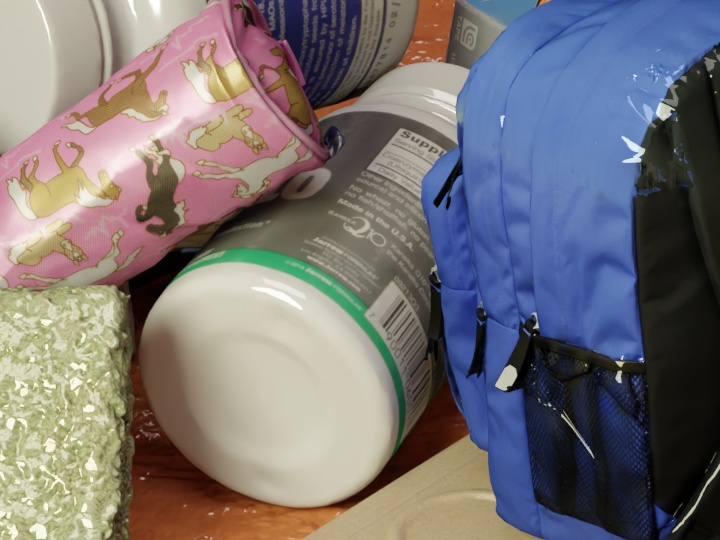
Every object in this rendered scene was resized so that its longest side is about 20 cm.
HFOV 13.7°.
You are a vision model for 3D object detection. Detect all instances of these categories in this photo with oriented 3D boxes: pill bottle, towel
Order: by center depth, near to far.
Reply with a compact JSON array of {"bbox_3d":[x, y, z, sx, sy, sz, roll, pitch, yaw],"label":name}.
[{"bbox_3d":[-0.155,0.097,1.098,0.148,0.036,0.200,1,69,7],"label":"towel"},{"bbox_3d":[0.000,0.000,1.246,0.113,0.113,0.200,10,34,22],"label":"pill bottle"},{"bbox_3d":[-0.082,-0.113,1.276,0.120,0.120,0.200,25,31,38],"label":"pill bottle"}]

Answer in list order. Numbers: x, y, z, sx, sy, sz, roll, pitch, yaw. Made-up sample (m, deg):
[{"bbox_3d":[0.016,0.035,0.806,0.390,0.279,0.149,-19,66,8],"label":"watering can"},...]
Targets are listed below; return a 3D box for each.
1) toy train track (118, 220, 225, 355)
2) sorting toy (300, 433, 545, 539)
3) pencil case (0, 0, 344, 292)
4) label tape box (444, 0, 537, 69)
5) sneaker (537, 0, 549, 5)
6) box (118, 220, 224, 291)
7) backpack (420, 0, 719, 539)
[{"bbox_3d":[-0.074,-0.024,1.319,0.200,0.115,0.033,-4,-15,-26],"label":"toy train track"},{"bbox_3d":[0.098,0.107,1.135,0.200,0.037,0.185,19,35,40],"label":"sorting toy"},{"bbox_3d":[-0.107,-0.025,1.178,0.200,0.087,0.083,-34,43,10],"label":"pencil case"},{"bbox_3d":[0.149,-0.066,1.350,0.143,0.066,0.200,-7,31,-32],"label":"label tape box"},{"bbox_3d":[0.168,-0.088,1.239,0.200,0.070,0.090,13,29,15],"label":"sneaker"},{"bbox_3d":[-0.125,-0.059,1.347,0.200,0.143,0.036,-25,-5,-31],"label":"box"},{"bbox_3d":[0.105,-0.010,1.103,0.168,0.200,0.162,19,36,39],"label":"backpack"}]
